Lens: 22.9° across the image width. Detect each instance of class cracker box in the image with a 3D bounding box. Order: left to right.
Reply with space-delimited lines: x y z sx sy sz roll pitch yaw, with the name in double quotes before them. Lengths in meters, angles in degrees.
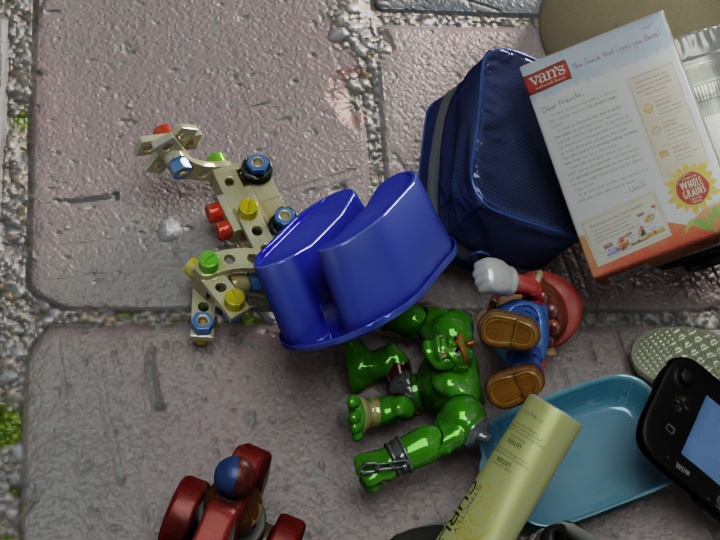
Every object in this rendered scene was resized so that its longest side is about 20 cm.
"cracker box" 0.234 -0.105 1.530 0.133 0.058 0.201 -20 79 12

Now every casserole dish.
"casserole dish" 0.193 0.163 1.546 0.199 0.039 0.121 -18 58 -20

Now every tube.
"tube" 0.106 0.196 1.421 0.052 0.058 0.200 32 87 -3

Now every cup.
"cup" 0.288 -0.275 1.744 0.199 0.143 0.201 4 61 -7

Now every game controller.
"game controller" 0.320 0.165 1.533 0.200 0.042 0.105 39 52 -16

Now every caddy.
"caddy" 0.000 0.000 1.517 0.200 0.141 0.105 -48 118 -53

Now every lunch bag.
"lunch bag" 0.130 -0.084 1.627 0.135 0.132 0.201 20 61 -19

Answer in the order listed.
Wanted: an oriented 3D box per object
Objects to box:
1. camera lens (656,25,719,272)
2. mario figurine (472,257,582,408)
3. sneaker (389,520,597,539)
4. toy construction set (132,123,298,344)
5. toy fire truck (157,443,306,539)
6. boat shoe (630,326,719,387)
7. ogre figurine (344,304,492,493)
"camera lens" 0.316 -0.107 1.625 0.159 0.160 0.201 -15 85 -16
"mario figurine" 0.125 0.056 1.539 0.106 0.200 0.124 31 106 5
"sneaker" 0.122 0.232 1.464 0.199 0.116 0.075 7 62 -5
"toy construction set" -0.125 -0.042 1.594 0.131 0.092 0.201 -19 78 -17
"toy fire truck" -0.113 0.224 1.402 0.112 0.168 0.200 22 61 3
"boat shoe" 0.340 0.104 1.599 0.199 0.062 0.075 14 65 16
"ogre figurine" 0.047 0.094 1.542 0.119 0.098 0.200 -7 30 1
